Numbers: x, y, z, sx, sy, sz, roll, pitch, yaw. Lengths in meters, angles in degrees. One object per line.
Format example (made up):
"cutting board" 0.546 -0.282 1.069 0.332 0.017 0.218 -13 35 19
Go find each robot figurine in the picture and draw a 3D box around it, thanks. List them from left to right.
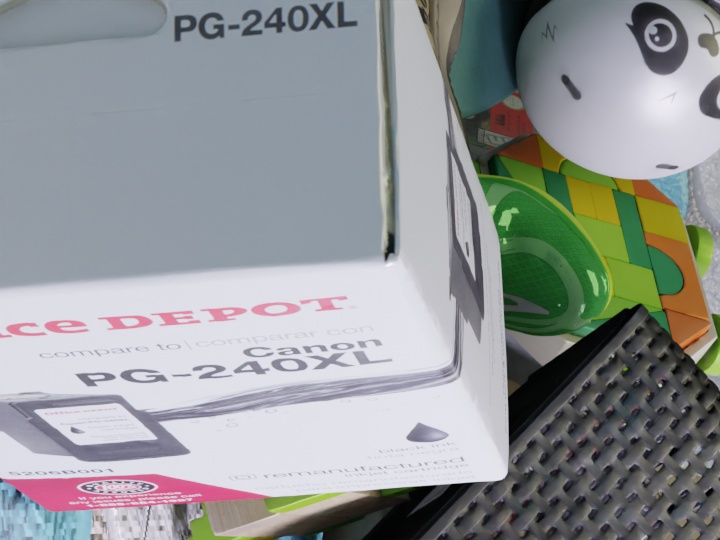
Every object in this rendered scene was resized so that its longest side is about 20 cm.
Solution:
"robot figurine" 0.152 -0.141 1.028 0.125 0.150 0.200 82 21 -50

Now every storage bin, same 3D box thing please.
"storage bin" 0.062 0.120 0.799 0.094 0.200 0.135 47 -32 1

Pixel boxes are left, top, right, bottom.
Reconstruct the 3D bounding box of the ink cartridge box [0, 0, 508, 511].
"ink cartridge box" -0.045 -0.002 0.502 0.200 0.145 0.083 59 28 -68

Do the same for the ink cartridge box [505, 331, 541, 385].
"ink cartridge box" 0.064 0.015 1.150 0.200 0.146 0.083 -79 160 -61

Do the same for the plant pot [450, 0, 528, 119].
"plant pot" 0.016 -0.152 1.033 0.200 0.141 0.141 -63 145 -61

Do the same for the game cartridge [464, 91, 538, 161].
"game cartridge" 0.045 -0.085 1.161 0.200 0.133 0.041 -83 -173 -61

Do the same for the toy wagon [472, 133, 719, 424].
"toy wagon" 0.121 0.012 1.016 0.200 0.155 0.040 -97 -151 -45

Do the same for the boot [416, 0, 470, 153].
"boot" -0.033 -0.084 0.693 0.151 0.073 0.200 31 52 -33

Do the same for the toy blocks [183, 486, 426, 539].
"toy blocks" -0.035 0.030 0.763 0.200 0.100 0.137 38 34 -78

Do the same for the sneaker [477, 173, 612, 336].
"sneaker" 0.022 -0.021 0.904 0.074 0.200 0.084 -56 -171 28

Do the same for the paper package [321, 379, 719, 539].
"paper package" 0.087 0.156 0.977 0.103 0.200 0.191 -56 -166 28
